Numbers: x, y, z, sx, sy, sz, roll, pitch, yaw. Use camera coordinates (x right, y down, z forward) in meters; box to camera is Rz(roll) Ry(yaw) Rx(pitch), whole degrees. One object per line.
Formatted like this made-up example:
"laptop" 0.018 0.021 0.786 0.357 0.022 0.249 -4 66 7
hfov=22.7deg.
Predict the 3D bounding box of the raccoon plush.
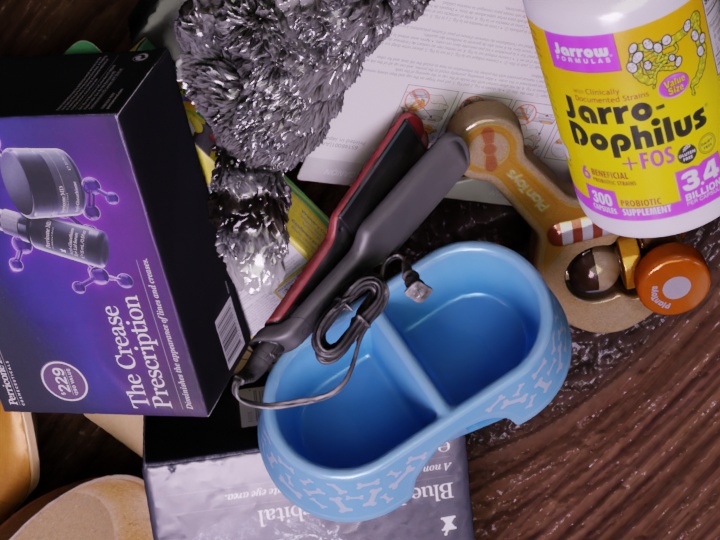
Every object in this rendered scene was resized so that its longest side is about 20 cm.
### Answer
"raccoon plush" -0.017 -0.089 0.964 0.096 0.133 0.202 -23 108 -41

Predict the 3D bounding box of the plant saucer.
"plant saucer" -0.202 0.213 1.144 0.035 0.199 0.202 27 112 29

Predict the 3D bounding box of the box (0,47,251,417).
"box" -0.159 -0.018 1.020 0.140 0.079 0.202 1 125 22

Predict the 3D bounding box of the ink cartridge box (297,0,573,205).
"ink cartridge box" 0.074 -0.123 1.063 0.198 0.045 0.177 6 131 -26

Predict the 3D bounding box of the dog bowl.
"dog bowl" 0.029 0.057 1.026 0.199 0.112 0.050 -32 156 -8

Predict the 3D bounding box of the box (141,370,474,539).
"box" -0.028 0.171 1.130 0.194 0.118 0.202 -8 112 -3

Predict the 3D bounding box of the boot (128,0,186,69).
"boot" -0.020 -0.176 1.050 0.164 0.066 0.201 33 102 -10

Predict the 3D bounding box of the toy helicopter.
"toy helicopter" 0.114 -0.028 1.102 0.132 0.079 0.200 -35 124 21

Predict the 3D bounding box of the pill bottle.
"pill bottle" 0.147 -0.125 0.977 0.103 0.105 0.201 -20 123 2

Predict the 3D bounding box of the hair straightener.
"hair straightener" 0.000 0.000 1.002 0.200 0.077 0.041 -51 139 -18

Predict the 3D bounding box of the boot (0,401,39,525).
"boot" -0.273 0.130 1.134 0.142 0.071 0.203 -7 118 -10

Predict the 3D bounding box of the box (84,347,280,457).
"box" -0.055 0.088 1.171 0.199 0.021 0.164 39 102 -17

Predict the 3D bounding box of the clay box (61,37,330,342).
"clay box" -0.115 -0.047 1.062 0.200 0.048 0.115 45 126 -14
